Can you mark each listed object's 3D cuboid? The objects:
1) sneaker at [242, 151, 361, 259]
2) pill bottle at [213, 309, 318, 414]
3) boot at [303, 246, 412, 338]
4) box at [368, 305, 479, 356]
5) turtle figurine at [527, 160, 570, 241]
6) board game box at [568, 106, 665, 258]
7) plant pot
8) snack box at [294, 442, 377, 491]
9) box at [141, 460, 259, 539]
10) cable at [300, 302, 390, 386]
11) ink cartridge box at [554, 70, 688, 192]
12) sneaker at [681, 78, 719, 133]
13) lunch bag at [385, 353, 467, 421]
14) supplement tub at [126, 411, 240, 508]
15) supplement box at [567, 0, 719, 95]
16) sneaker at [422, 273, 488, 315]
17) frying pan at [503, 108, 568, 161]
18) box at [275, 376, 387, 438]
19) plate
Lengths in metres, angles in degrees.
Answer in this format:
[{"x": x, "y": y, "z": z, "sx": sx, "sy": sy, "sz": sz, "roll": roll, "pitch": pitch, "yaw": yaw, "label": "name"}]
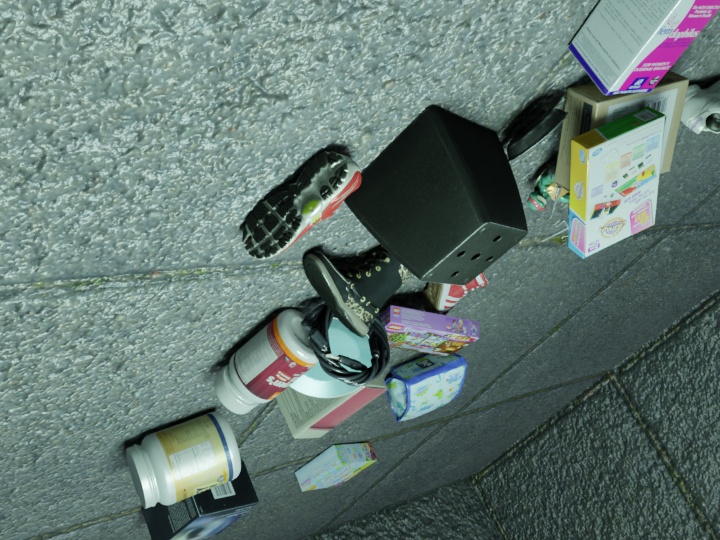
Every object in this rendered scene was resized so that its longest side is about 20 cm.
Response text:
[{"x": -0.076, "y": -0.079, "z": 1.145, "sx": 0.199, "sy": 0.077, "sz": 0.085, "roll": -37, "pitch": 160, "yaw": 18, "label": "sneaker"}, {"x": -0.166, "y": 0.168, "z": 1.486, "sx": 0.200, "sy": 0.110, "sz": 0.109, "roll": -40, "pitch": 154, "yaw": 24, "label": "pill bottle"}, {"x": -0.001, "y": 0.000, "z": 1.393, "sx": 0.154, "sy": 0.073, "sz": 0.204, "roll": -46, "pitch": 133, "yaw": -15, "label": "boot"}, {"x": 0.121, "y": 0.125, "z": 1.676, "sx": 0.198, "sy": 0.040, "sz": 0.137, "roll": 11, "pitch": 154, "yaw": -20, "label": "box"}, {"x": 0.358, "y": -0.152, "z": 1.441, "sx": 0.200, "sy": 0.101, "sz": 0.149, "roll": -45, "pitch": 145, "yaw": 10, "label": "turtle figurine"}, {"x": 0.397, "y": -0.135, "z": 1.292, "sx": 0.152, "sy": 0.040, "sz": 0.202, "roll": -23, "pitch": 129, "yaw": -18, "label": "board game box"}, {"x": 0.127, "y": -0.091, "z": 1.217, "sx": 0.199, "sy": 0.179, "sz": 0.199, "roll": -42, "pitch": 152, "yaw": 27, "label": "plant pot"}, {"x": -0.071, "y": 0.583, "z": 2.465, "sx": 0.168, "sy": 0.068, "sz": 0.199, "roll": -39, "pitch": 152, "yaw": 23, "label": "snack box"}, {"x": -0.392, "y": 0.579, "z": 2.036, "sx": 0.198, "sy": 0.124, "sz": 0.199, "roll": -42, "pitch": 153, "yaw": 30, "label": "box"}, {"x": -0.009, "y": 0.117, "z": 1.478, "sx": 0.051, "sy": 0.164, "sz": 0.199, "roll": -47, "pitch": 169, "yaw": 36, "label": "cable"}, {"x": 0.417, "y": -0.223, "z": 1.326, "sx": 0.198, "sy": 0.075, "sz": 0.166, "roll": -18, "pitch": 126, "yaw": -24, "label": "ink cartridge box"}, {"x": 0.642, "y": -0.289, "z": 1.487, "sx": 0.198, "sy": 0.100, "sz": 0.075, "roll": -18, "pitch": 152, "yaw": -26, "label": "sneaker"}, {"x": 0.161, "y": 0.276, "z": 2.041, "sx": 0.168, "sy": 0.129, "sz": 0.200, "roll": -20, "pitch": 164, "yaw": -18, "label": "lunch bag"}, {"x": -0.354, "y": 0.379, "z": 1.654, "sx": 0.198, "sy": 0.145, "sz": 0.145, "roll": -17, "pitch": 154, "yaw": -25, "label": "supplement tub"}, {"x": 0.387, "y": -0.342, "z": 1.100, "sx": 0.100, "sy": 0.104, "sz": 0.201, "roll": -11, "pitch": 149, "yaw": -32, "label": "supplement box"}, {"x": 0.191, "y": 0.036, "z": 1.667, "sx": 0.111, "sy": 0.072, "sz": 0.201, "roll": -18, "pitch": 152, "yaw": -16, "label": "sneaker"}, {"x": 0.256, "y": -0.206, "z": 1.303, "sx": 0.115, "sy": 0.031, "sz": 0.190, "roll": -43, "pitch": -173, "yaw": -17, "label": "frying pan"}, {"x": -0.065, "y": 0.243, "z": 1.723, "sx": 0.199, "sy": 0.129, "sz": 0.109, "roll": -37, "pitch": 155, "yaw": 19, "label": "box"}, {"x": -0.067, "y": 0.163, "z": 1.590, "sx": 0.197, "sy": 0.026, "sz": 0.202, "roll": -1, "pitch": 124, "yaw": -2, "label": "plate"}]
